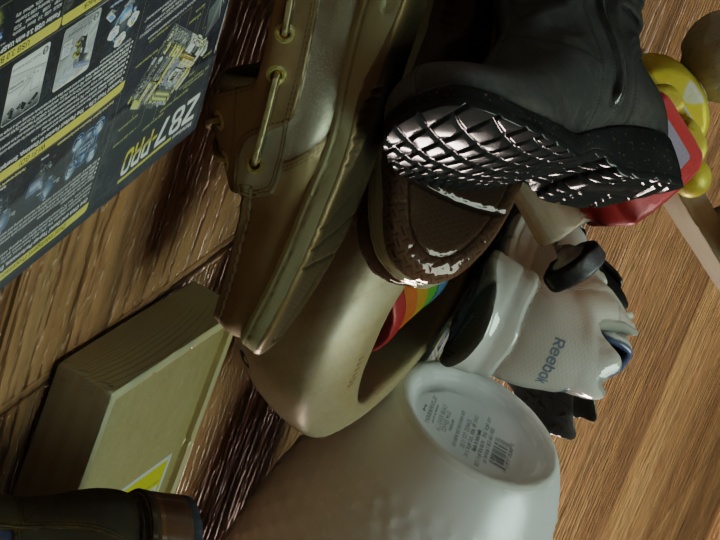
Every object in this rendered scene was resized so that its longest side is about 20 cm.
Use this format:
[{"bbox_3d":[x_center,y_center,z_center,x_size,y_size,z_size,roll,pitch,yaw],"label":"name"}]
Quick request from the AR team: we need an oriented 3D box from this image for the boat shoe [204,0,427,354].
[{"bbox_3d":[-0.025,-0.065,1.187,0.074,0.066,0.200,-42,153,-73],"label":"boat shoe"}]

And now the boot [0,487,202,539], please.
[{"bbox_3d":[-0.144,0.158,1.173,0.200,0.097,0.075,-63,-150,27],"label":"boot"}]

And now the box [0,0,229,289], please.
[{"bbox_3d":[-0.099,-0.077,0.939,0.200,0.049,0.161,-45,156,-51],"label":"box"}]

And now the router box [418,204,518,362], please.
[{"bbox_3d":[0.047,-0.014,1.563,0.200,0.051,0.149,-58,163,-18],"label":"router box"}]

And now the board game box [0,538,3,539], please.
[{"bbox_3d":[-0.151,0.213,0.976,0.200,0.200,0.200,-56,165,-25],"label":"board game box"}]

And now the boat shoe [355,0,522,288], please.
[{"bbox_3d":[0.032,-0.075,1.290,0.075,0.075,0.203,-22,-138,48],"label":"boat shoe"}]

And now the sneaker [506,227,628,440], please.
[{"bbox_3d":[0.115,-0.007,1.713,0.060,0.104,0.200,-39,153,-57],"label":"sneaker"}]

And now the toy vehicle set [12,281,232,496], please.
[{"bbox_3d":[-0.117,0.111,1.261,0.124,0.026,0.200,-33,147,-63],"label":"toy vehicle set"}]

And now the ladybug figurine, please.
[{"bbox_3d":[0.000,0.000,1.382,0.200,0.072,0.136,-38,152,-59],"label":"ladybug figurine"}]

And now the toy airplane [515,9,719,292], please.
[{"bbox_3d":[0.134,-0.078,1.418,0.141,0.199,0.200,-31,147,14],"label":"toy airplane"}]

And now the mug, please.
[{"bbox_3d":[0.026,0.128,1.495,0.175,0.148,0.200,-57,172,29],"label":"mug"}]

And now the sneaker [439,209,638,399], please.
[{"bbox_3d":[0.095,0.023,1.489,0.075,0.087,0.200,-64,178,20],"label":"sneaker"}]

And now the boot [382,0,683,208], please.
[{"bbox_3d":[0.064,-0.101,1.225,0.200,0.070,0.132,11,70,-61],"label":"boot"}]
